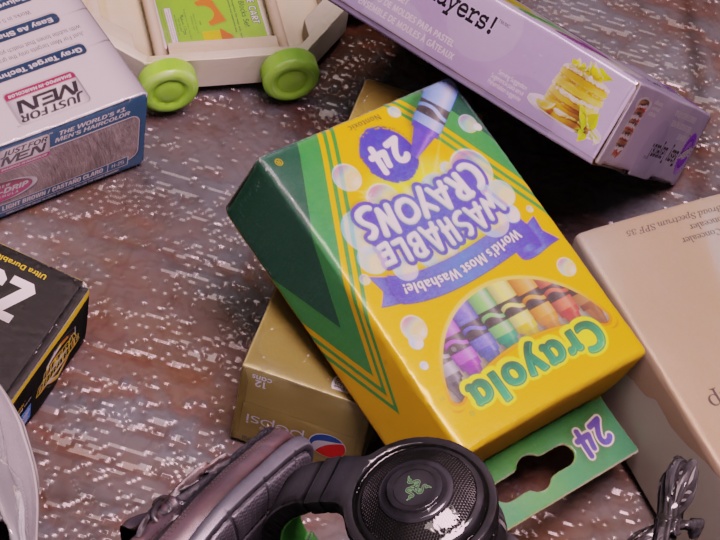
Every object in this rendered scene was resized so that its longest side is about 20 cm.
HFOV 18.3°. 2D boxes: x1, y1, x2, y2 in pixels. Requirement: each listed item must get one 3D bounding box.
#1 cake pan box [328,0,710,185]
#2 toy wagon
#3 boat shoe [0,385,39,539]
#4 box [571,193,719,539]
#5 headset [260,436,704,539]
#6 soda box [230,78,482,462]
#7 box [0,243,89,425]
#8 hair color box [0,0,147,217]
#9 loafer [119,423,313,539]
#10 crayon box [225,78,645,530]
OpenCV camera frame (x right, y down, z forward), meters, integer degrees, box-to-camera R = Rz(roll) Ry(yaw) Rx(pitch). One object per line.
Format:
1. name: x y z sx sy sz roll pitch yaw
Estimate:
1. cake pan box: 0.081 -0.113 1.163 0.184 0.200 0.053 36 100 18
2. toy wagon: -0.065 -0.159 1.251 0.198 0.040 0.156 -6 54 -14
3. boat shoe: -0.171 0.110 0.947 0.071 0.069 0.201 2 51 -9
4. box: 0.179 0.069 1.086 0.094 0.078 0.201 -16 56 -21
5. headset: 0.050 0.117 0.965 0.199 0.124 0.094 -4 45 41
6. soda box: 0.000 0.000 1.121 0.067 0.064 0.201 18 51 5
7. box: -0.252 0.035 1.065 0.199 0.050 0.160 24 51 10
8. hair color box: -0.204 -0.127 1.189 0.100 0.061 0.200 -23 58 -24
9. loafer: -0.098 0.135 1.000 0.063 0.072 0.200 29 56 19
10. crayon box: 0.045 0.017 1.050 0.125 0.052 0.201 -25 74 -36
